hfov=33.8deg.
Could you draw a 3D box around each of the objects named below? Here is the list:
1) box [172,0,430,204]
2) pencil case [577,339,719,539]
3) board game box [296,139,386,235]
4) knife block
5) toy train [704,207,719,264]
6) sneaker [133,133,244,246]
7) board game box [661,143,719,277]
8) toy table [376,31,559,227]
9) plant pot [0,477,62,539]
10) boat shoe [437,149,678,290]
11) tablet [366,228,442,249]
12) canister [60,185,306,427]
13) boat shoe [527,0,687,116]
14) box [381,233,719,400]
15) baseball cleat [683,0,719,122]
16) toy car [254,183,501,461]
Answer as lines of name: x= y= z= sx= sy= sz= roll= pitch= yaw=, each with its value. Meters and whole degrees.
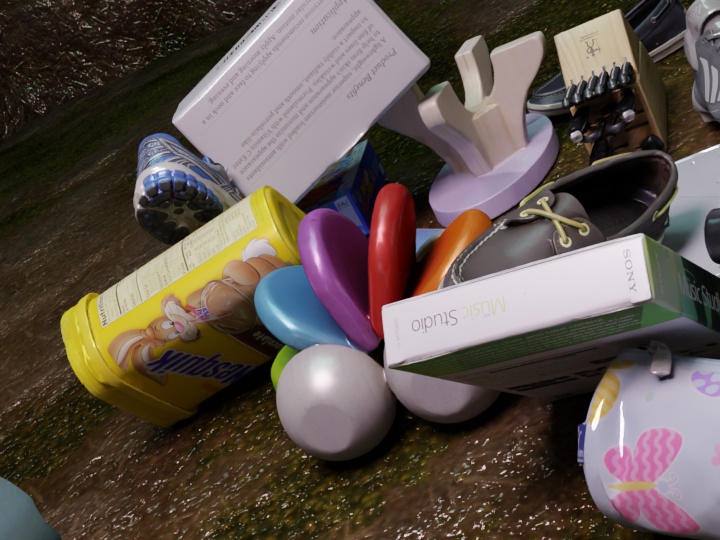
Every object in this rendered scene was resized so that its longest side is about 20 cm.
box: x=-0.059 y=-0.170 z=1.094 sx=0.199 sy=0.131 sz=0.200 roll=-45 pitch=13 yaw=4
pencil case: x=0.195 y=0.078 z=0.521 sx=0.082 sy=0.092 sz=0.198 roll=13 pitch=-11 yaw=-41
board game box: x=-0.048 y=-0.061 z=1.226 sx=0.133 sy=0.045 sz=0.200 roll=-27 pitch=16 yaw=14
knife block: x=0.228 y=-0.122 z=1.023 sx=0.063 sy=0.178 sz=0.199 roll=-18 pitch=-23 yaw=23
toy train: x=0.284 y=-0.021 z=0.614 sx=0.198 sy=0.087 sz=0.113 roll=-7 pitch=-15 yaw=39
sneaker: x=-0.119 y=-0.050 z=0.990 sx=0.076 sy=0.200 sz=0.086 roll=-28 pitch=54 yaw=11
board game box: x=0.226 y=-0.026 z=0.823 sx=0.198 sy=0.026 sz=0.201 roll=-22 pitch=21 yaw=19
toy table: x=0.110 y=-0.139 z=1.122 sx=0.182 sy=0.118 sz=0.201 roll=-22 pitch=20 yaw=17
plant pot: x=-0.269 y=0.221 z=0.682 sx=0.198 sy=0.202 sz=0.196 roll=-23 pitch=13 yaw=15
boat shoe: x=0.125 y=-0.024 z=0.738 sx=0.200 sy=0.061 sz=0.072 roll=-26 pitch=53 yaw=-36
tablet: x=0.000 y=0.000 z=1.084 sx=0.130 sy=0.014 sz=0.199 roll=-39 pitch=22 yaw=-25
canister: x=-0.116 y=0.031 z=0.949 sx=0.198 sy=0.148 sz=0.087 roll=-32 pitch=57 yaw=13
boat shoe: x=0.250 y=-0.222 z=1.211 sx=0.198 sy=0.063 sz=0.075 roll=-32 pitch=22 yaw=-4
box: x=0.122 y=0.032 z=0.632 sx=0.143 sy=0.037 sz=0.199 roll=-17 pitch=-18 yaw=30
baseball cleat: x=0.286 y=-0.163 z=0.912 sx=0.069 sy=0.108 sz=0.200 roll=-17 pitch=7 yaw=0
toy car: x=0.013 y=0.020 z=0.815 sx=0.198 sy=0.151 sz=0.176 roll=-21 pitch=21 yaw=20
